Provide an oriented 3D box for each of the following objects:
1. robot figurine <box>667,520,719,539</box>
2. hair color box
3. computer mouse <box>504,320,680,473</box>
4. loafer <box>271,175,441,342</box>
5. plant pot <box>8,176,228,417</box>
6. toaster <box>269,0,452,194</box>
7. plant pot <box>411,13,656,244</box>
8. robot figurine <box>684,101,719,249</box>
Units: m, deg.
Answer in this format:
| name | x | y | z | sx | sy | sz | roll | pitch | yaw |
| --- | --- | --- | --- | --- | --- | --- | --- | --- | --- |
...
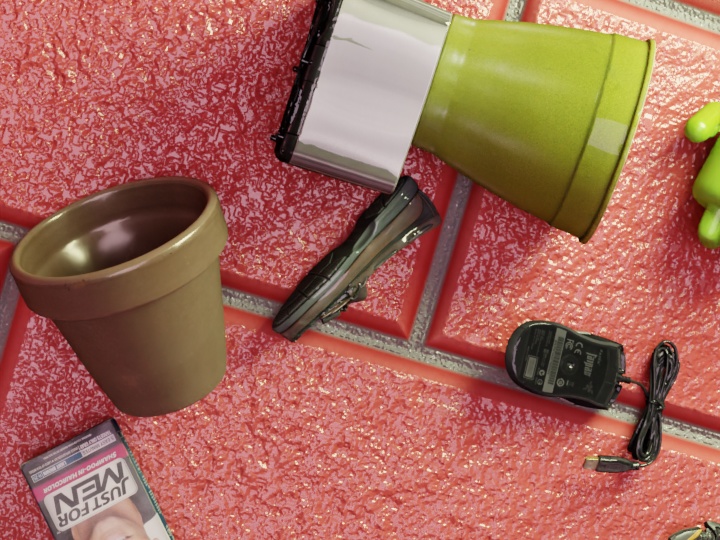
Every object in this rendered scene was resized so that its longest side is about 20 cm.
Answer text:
| name | x | y | z | sx | sy | sz | roll | pitch | yaw |
| --- | --- | --- | --- | --- | --- | --- | --- | --- | --- |
| robot figurine | 0.392 | 0.340 | 1.696 | 0.198 | 0.058 | 0.147 | 12 | 92 | -11 |
| hair color box | -0.234 | 0.251 | 1.569 | 0.099 | 0.061 | 0.201 | -27 | 89 | -7 |
| computer mouse | 0.221 | 0.128 | 1.659 | 0.198 | 0.046 | 0.142 | 9 | 89 | -22 |
| loafer | 0.000 | 0.000 | 1.599 | 0.063 | 0.072 | 0.200 | 43 | 86 | -16 |
| plant pot | -0.203 | 0.035 | 1.522 | 0.198 | 0.200 | 0.176 | -19 | 115 | -7 |
| toaster | -0.003 | -0.173 | 1.516 | 0.117 | 0.200 | 0.183 | 18 | 92 | -6 |
| plant pot | 0.154 | -0.152 | 1.559 | 0.191 | 0.200 | 0.202 | 19 | 92 | 0 |
| robot figurine | 0.405 | -0.105 | 1.628 | 0.174 | 0.116 | 0.201 | 29 | 91 | 19 |
